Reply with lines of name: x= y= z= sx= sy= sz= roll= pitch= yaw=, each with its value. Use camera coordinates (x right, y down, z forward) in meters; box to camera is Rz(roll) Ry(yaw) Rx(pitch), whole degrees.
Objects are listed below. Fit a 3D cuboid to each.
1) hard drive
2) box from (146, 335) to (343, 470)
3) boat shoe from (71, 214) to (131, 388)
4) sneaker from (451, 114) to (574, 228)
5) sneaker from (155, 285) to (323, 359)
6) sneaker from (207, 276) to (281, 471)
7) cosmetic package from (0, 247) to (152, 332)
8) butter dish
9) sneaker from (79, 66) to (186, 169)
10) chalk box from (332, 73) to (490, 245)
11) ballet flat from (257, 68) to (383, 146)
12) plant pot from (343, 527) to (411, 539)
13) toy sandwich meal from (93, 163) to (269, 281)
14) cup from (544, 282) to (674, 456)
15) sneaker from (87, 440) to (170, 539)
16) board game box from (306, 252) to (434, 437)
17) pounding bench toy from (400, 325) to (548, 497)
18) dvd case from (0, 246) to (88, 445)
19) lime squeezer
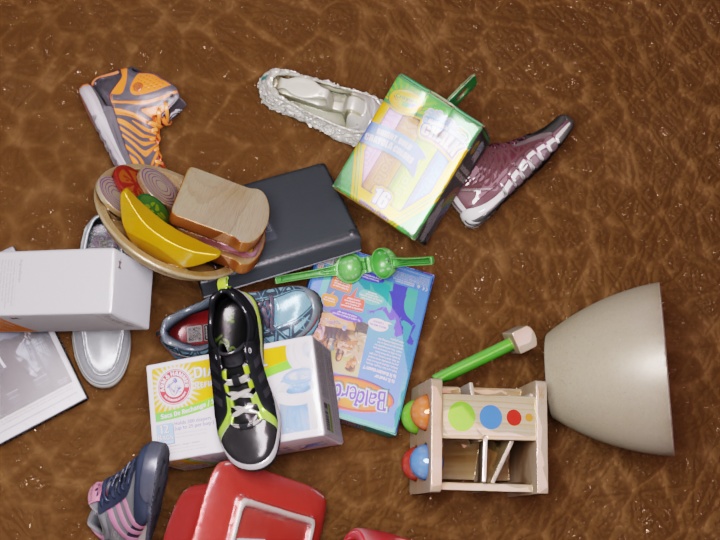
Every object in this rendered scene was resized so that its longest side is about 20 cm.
hard drive: x=-0.112 y=-0.053 z=1.327 sx=0.196 sy=0.033 sz=0.141 roll=-17 pitch=49 yaw=-12
box: x=-0.130 y=0.152 z=1.244 sx=0.196 sy=0.101 sz=0.115 roll=-11 pitch=74 yaw=8
boat shoe: x=-0.304 y=0.032 z=1.289 sx=0.069 sy=0.072 sz=0.205 roll=-1 pitch=78 yaw=-9
sneaker: x=0.175 y=-0.159 z=1.411 sx=0.200 sy=0.076 sz=0.116 roll=-43 pitch=84 yaw=-14
sneaker: x=-0.140 y=0.064 z=1.276 sx=0.196 sy=0.096 sz=0.081 roll=-15 pitch=77 yaw=6
sneaker: x=-0.134 y=0.108 z=1.158 sx=0.070 sy=0.083 sz=0.204 roll=-14 pitch=72 yaw=7
cosmetic package: x=-0.339 y=0.024 z=1.213 sx=0.196 sy=0.101 sz=0.073 roll=-2 pitch=76 yaw=14
butter dish: x=-0.155 y=0.318 z=1.224 sx=0.198 sy=0.146 sz=0.204 roll=30 pitch=68 yaw=-48
sneaker: x=-0.251 y=-0.161 z=1.337 sx=0.111 sy=0.078 sz=0.202 roll=-27 pitch=83 yaw=-13
chalk box: x=0.075 y=-0.150 z=1.327 sx=0.123 sy=0.124 sz=0.202 roll=32 pitch=94 yaw=10
ballet flat: x=-0.035 y=-0.205 z=1.390 sx=0.196 sy=0.072 sz=0.073 roll=16 pitch=76 yaw=-6
plant pot: x=0.059 y=0.399 z=1.212 sx=0.179 sy=0.200 sz=0.204 roll=15 pitch=76 yaw=-14
toy sandwich meal: x=-0.195 y=-0.067 z=1.227 sx=0.202 sy=0.071 sz=0.207 roll=25 pitch=32 yaw=-17
cup: x=0.296 y=0.121 z=1.325 sx=0.140 sy=0.200 sz=0.205 roll=-5 pitch=77 yaw=15
sneaker: x=-0.254 y=0.244 z=1.192 sx=0.081 sy=0.202 sz=0.071 roll=18 pitch=46 yaw=-3
board game box: x=-0.006 y=0.083 z=1.342 sx=0.149 sy=0.045 sz=0.204 roll=17 pitch=75 yaw=-5
pounding bench toy: x=0.128 y=0.161 z=1.307 sx=0.153 sy=0.124 sz=0.204 roll=3 pitch=77 yaw=-8
dvd case: x=-0.425 y=0.094 z=1.281 sx=0.148 sy=0.025 sz=0.202 roll=-27 pitch=84 yaw=-14
lime squeezer: x=0.000 y=0.000 z=1.308 sx=0.196 sy=0.071 sz=0.038 roll=-6 pitch=111 yaw=19
